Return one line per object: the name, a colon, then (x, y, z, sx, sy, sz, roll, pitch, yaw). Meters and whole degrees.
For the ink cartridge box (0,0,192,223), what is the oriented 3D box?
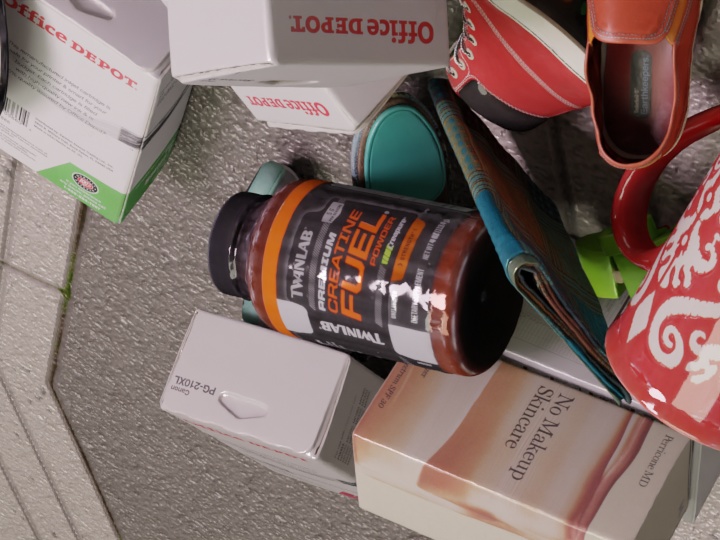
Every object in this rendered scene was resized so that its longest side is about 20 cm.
ink cartridge box: (-0.195, -0.146, 1.619, 0.145, 0.084, 0.200, 34, 148, 4)

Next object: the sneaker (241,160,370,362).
sneaker: (-0.019, 0.003, 1.670, 0.139, 0.078, 0.200, 23, 156, 15)

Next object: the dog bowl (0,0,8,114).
dog bowl: (-0.305, -0.194, 1.567, 0.200, 0.073, 0.202, 168, 90, -69)

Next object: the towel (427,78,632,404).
towel: (0.107, -0.023, 1.416, 0.022, 0.201, 0.147, -34, 129, 13)

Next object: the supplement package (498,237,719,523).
supplement package: (0.159, 0.065, 1.540, 0.199, 0.114, 0.110, 22, 145, 21)

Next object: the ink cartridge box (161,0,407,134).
ink cartridge box: (-0.065, -0.187, 1.415, 0.200, 0.083, 0.145, 50, 163, -24)

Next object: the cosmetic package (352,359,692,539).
cosmetic package: (0.104, 0.130, 1.475, 0.199, 0.104, 0.088, 20, 144, 20)

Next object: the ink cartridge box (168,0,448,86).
ink cartridge box: (-0.031, -0.205, 1.238, 0.084, 0.145, 0.202, -3, 91, 44)

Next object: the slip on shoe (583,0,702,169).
slip on shoe: (0.155, -0.148, 1.272, 0.073, 0.061, 0.202, 4, 115, 13)

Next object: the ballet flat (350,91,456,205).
ballet flat: (0.030, -0.052, 1.558, 0.074, 0.074, 0.201, 13, 140, 31)

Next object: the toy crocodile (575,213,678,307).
toy crocodile: (0.215, -0.014, 1.441, 0.199, 0.062, 0.068, -16, 102, 46)

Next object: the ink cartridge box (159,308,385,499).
ink cartridge box: (-0.040, 0.111, 1.745, 0.144, 0.085, 0.200, 15, 169, 28)

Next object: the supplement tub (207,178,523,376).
supplement tub: (0.000, 0.000, 1.479, 0.199, 0.107, 0.107, 11, 141, 29)

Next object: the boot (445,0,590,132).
boot: (0.068, -0.163, 1.371, 0.200, 0.073, 0.144, 44, 149, -21)

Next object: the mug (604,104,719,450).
mug: (0.223, -0.022, 1.305, 0.177, 0.133, 0.201, 33, 123, 14)
